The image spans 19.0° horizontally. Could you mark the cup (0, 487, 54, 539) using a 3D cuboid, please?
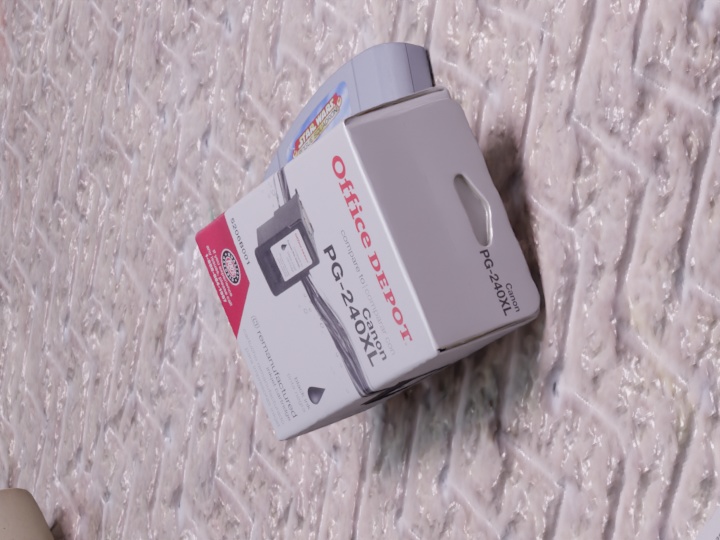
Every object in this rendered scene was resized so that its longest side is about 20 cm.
[{"bbox_3d":[-0.320,0.304,1.813,0.144,0.199,0.201,51,136,17],"label":"cup"}]

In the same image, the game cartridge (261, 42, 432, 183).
[{"bbox_3d":[-0.009,-0.056,1.402,0.200,0.041,0.134,-46,51,51],"label":"game cartridge"}]

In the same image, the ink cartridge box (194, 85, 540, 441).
[{"bbox_3d":[0.000,0.000,1.277,0.200,0.083,0.146,-33,77,55],"label":"ink cartridge box"}]

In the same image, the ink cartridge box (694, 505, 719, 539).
[{"bbox_3d":[0.225,0.169,0.798,0.083,0.146,0.201,-61,37,35],"label":"ink cartridge box"}]
